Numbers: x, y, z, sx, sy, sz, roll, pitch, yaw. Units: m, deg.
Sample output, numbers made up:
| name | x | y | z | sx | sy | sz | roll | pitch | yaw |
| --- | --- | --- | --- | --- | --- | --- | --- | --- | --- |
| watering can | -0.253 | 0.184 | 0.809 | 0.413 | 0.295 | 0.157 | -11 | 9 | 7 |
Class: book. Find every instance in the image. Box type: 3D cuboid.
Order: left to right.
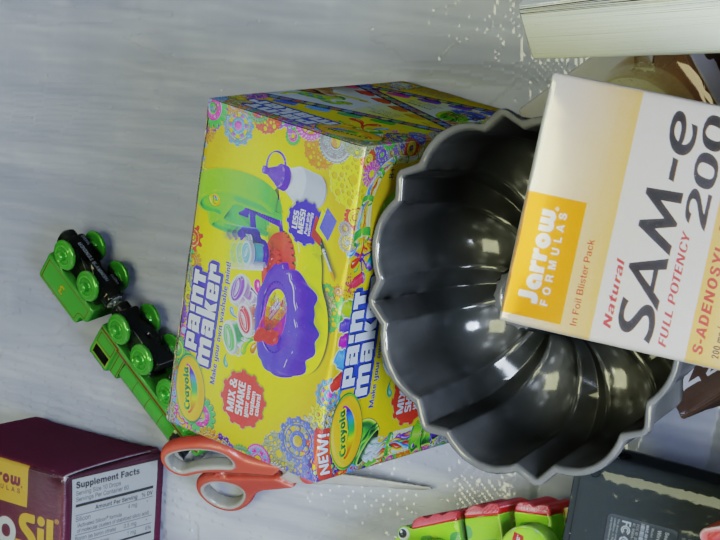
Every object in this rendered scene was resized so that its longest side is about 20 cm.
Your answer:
| name | x | y | z | sx | sy | sz | roll | pitch | yaw |
| --- | --- | --- | --- | --- | --- | --- | --- | --- | --- |
| book | 0.200 | -0.165 | 1.203 | 0.200 | 0.134 | 0.048 | -3 | 124 | 28 |

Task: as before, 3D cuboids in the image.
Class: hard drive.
| name | x | y | z | sx | sy | sz | roll | pitch | yaw |
| --- | --- | --- | --- | --- | --- | --- | --- | --- | --- |
| hard drive | 0.211 | 0.190 | 1.292 | 0.200 | 0.033 | 0.140 | 14 | 106 | 19 |

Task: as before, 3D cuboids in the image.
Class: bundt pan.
| name | x | y | z | sx | sy | sz | roll | pitch | yaw |
| --- | --- | --- | --- | --- | --- | --- | --- | --- | --- |
| bundt pan | 0.106 | 0.010 | 1.231 | 0.202 | 0.076 | 0.202 | 8 | 103 | 36 |

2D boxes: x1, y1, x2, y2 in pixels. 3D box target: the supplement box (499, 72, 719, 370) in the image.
| name | x | y | z | sx | sy | sz | roll | pitch | yaw |
| --- | --- | --- | --- | --- | --- | --- | --- | --- | --- |
| supplement box | 0.178 | -0.014 | 1.101 | 0.200 | 0.074 | 0.126 | 12 | 92 | 9 |

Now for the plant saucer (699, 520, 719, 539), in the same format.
| name | x | y | z | sx | sy | sz | roll | pitch | yaw |
| --- | --- | --- | --- | --- | --- | --- | --- | --- | --- |
| plant saucer | 0.309 | 0.171 | 1.161 | 0.200 | 0.037 | 0.200 | 46 | 144 | -21 |

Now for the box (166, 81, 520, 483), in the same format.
| name | x | y | z | sx | sy | sz | roll | pitch | yaw |
| --- | --- | --- | --- | --- | --- | --- | --- | --- | --- |
| box | 0.000 | 0.000 | 1.362 | 0.122 | 0.192 | 0.200 | 20 | 109 | 35 |

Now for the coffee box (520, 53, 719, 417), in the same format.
| name | x | y | z | sx | sy | sz | roll | pitch | yaw |
| --- | --- | --- | --- | --- | --- | --- | --- | --- | --- |
| coffee box | 0.193 | -0.035 | 1.267 | 0.114 | 0.080 | 0.200 | -35 | 76 | 36 |

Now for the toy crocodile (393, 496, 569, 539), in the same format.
| name | x | y | z | sx | sy | sz | roll | pitch | yaw |
| --- | --- | --- | --- | --- | --- | --- | --- | --- | --- |
| toy crocodile | 0.084 | 0.166 | 1.403 | 0.200 | 0.067 | 0.062 | -13 | 84 | 36 |

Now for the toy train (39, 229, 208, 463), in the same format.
| name | x | y | z | sx | sy | sz | roll | pitch | yaw |
| --- | --- | --- | --- | --- | --- | --- | --- | --- | --- |
| toy train | -0.160 | 0.055 | 1.594 | 0.200 | 0.042 | 0.056 | 52 | 134 | 20 |

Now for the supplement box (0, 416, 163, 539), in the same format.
| name | x | y | z | sx | sy | sz | roll | pitch | yaw |
| --- | --- | --- | --- | --- | --- | --- | --- | --- | --- |
| supplement box | -0.224 | 0.220 | 1.628 | 0.131 | 0.103 | 0.200 | 11 | 103 | 37 |

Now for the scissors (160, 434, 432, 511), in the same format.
| name | x | y | z | sx | sy | sz | roll | pitch | yaw |
| --- | --- | --- | --- | --- | --- | --- | --- | --- | --- |
| scissors | -0.048 | 0.132 | 1.509 | 0.200 | 0.014 | 0.073 | -8 | 130 | 39 |
